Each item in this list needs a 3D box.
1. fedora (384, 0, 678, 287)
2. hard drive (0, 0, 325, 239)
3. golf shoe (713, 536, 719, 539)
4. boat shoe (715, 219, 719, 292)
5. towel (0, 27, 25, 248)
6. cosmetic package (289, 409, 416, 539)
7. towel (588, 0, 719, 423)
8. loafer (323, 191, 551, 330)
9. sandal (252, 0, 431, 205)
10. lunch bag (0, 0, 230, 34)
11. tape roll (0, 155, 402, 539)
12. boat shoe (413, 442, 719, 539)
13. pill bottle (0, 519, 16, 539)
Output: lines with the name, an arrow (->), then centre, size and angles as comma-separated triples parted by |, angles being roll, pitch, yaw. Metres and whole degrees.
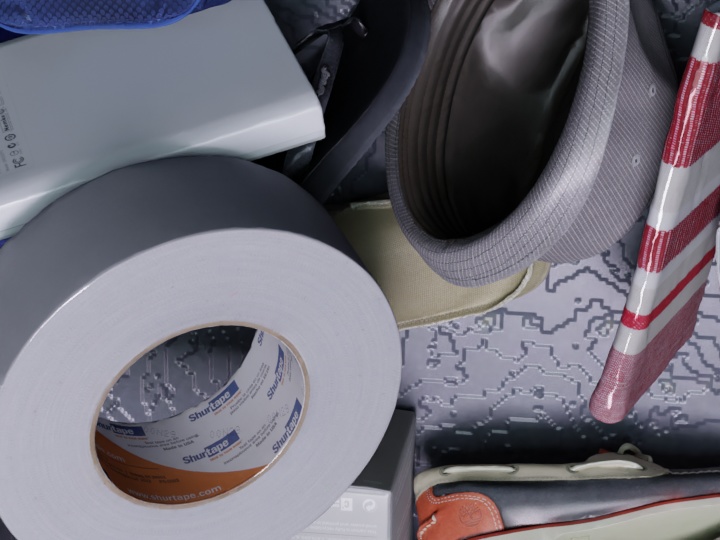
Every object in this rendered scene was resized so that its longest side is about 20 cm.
fedora -> 0.092, -0.085, 1.015 | 0.090, 0.176, 0.202 | 15, 75, -34
hard drive -> -0.130, -0.076, 1.002 | 0.199, 0.132, 0.026 | -18, 130, -9
golf shoe -> 0.173, 0.171, 1.084 | 0.072, 0.199, 0.093 | 32, 118, 44
boat shoe -> 0.225, 0.037, 1.067 | 0.070, 0.072, 0.201 | -20, 131, 7
towel -> -0.172, -0.059, 1.056 | 0.198, 0.149, 0.050 | 3, 144, 7
cosmetic package -> -0.016, 0.182, 1.132 | 0.089, 0.107, 0.202 | 6, 109, 6
towel -> 0.157, -0.039, 1.013 | 0.023, 0.144, 0.201 | 19, 111, 17
loafer -> 0.000, 0.000, 1.084 | 0.198, 0.068, 0.076 | -4, 110, 9
sandal -> -0.031, -0.065, 1.026 | 0.043, 0.076, 0.201 | 38, 80, -28
lunch bag -> -0.111, -0.220, 0.989 | 0.135, 0.132, 0.202 | 3, 112, 23
tape roll -> -0.083, 0.049, 0.972 | 0.199, 0.066, 0.201 | -14, 128, -18
boat shoe -> 0.127, 0.122, 1.113 | 0.198, 0.063, 0.071 | -8, 145, -6
pill bottle -> -0.177, 0.231, 1.165 | 0.112, 0.113, 0.202 | -7, 108, 9
